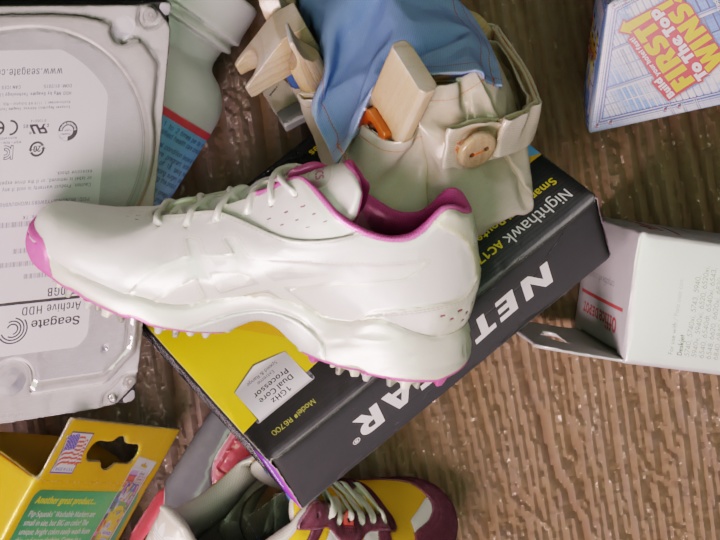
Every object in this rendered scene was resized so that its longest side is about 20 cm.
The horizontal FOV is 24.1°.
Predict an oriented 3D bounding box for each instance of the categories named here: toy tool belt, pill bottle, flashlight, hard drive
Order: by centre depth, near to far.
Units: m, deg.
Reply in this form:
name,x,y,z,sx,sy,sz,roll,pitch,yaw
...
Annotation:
name,x,y,z,sx,sy,sz,roll,pitch,yaw
hard drive,-0.160,-0.026,0.754,0.139,0.038,0.201,-6,116,-34
toy tool belt,0.005,-0.106,0.794,0.125,0.200,0.123,-27,137,-3
pill bottle,-0.139,-0.067,0.846,0.109,0.109,0.200,33,92,-6
flashlight,-0.060,0.103,0.891,0.068,0.068,0.200,34,91,-33

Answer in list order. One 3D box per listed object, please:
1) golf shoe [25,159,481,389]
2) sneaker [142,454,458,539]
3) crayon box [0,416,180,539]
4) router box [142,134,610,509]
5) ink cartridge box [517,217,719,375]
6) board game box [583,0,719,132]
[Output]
name,x,y,z,sx,sy,sz,roll,pitch,yaw
golf shoe,-0.043,-0.014,0.730,0.199,0.075,0.092,12,112,-3
sneaker,-0.021,0.130,0.843,0.200,0.075,0.090,-18,130,-41
crayon box,-0.182,0.152,0.851,0.052,0.126,0.200,30,92,20
router box,0.000,0.000,0.831,0.200,0.149,0.051,-39,141,-11
ink cartridge box,0.183,0.015,0.874,0.199,0.116,0.068,7,94,-6
board game box,0.177,-0.162,0.816,0.200,0.062,0.200,-25,110,15
